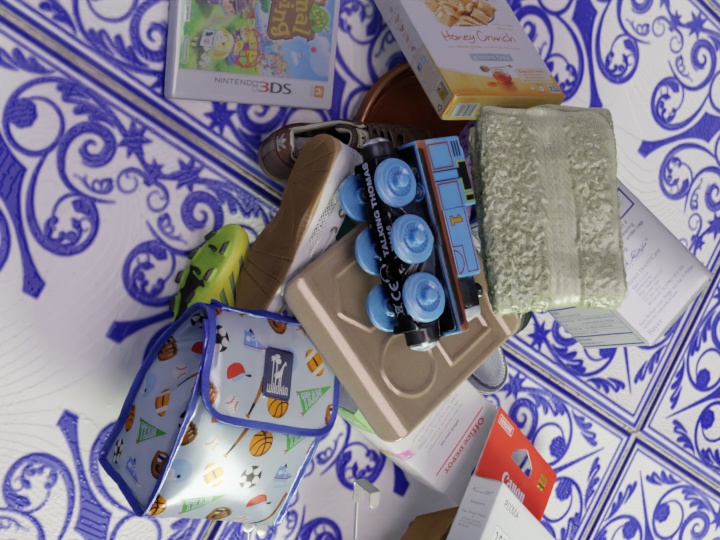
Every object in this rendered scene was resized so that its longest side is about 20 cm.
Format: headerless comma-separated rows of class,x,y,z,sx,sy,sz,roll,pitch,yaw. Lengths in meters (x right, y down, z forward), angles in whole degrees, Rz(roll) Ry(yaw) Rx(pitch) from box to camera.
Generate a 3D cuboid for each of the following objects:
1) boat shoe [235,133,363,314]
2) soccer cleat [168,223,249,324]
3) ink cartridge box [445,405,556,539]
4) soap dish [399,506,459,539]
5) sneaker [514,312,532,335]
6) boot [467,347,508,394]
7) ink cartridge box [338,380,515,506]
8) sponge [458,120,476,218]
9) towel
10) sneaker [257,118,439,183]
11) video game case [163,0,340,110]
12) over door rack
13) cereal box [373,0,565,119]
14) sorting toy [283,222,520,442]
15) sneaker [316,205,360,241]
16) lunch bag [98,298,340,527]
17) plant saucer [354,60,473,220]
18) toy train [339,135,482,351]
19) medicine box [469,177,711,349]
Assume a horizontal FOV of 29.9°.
boat shoe,-0.051,-0.028,1.291,0.069,0.071,0.201,22,99,-42
soccer cleat,-0.147,0.052,1.334,0.083,0.065,0.201,20,92,-33
ink cartridge box,0.176,0.274,1.509,0.200,0.043,0.174,49,59,-48
soap dish,0.065,0.378,1.479,0.200,0.081,0.158,-48,134,-40
sneaker,0.200,-0.023,1.533,0.082,0.073,0.201,7,95,-32
boot,0.121,0.073,1.491,0.073,0.090,0.200,-49,120,-15
ink cartridge box,0.070,0.161,1.489,0.200,0.067,0.117,45,74,-30
sponge,0.104,-0.092,1.416,0.200,0.030,0.112,-49,155,-16
towel,0.180,-0.059,1.283,0.148,0.036,0.201,-3,86,-10
sneaker,0.001,-0.116,1.346,0.199,0.076,0.071,-5,82,-20
video game case,-0.101,-0.264,1.328,0.181,0.022,0.201,0,99,-33
over door rack,-0.068,0.306,1.419,0.147,0.067,0.201,-10,125,-31
cereal box,0.105,-0.237,1.377,0.143,0.200,0.040,-5,145,-32
sorting toy,0.041,0.037,1.301,0.200,0.036,0.185,-39,100,-29
sneaker,0.000,0.000,1.361,0.200,0.071,0.080,41,46,6
lunch bag,-0.120,0.130,1.255,0.170,0.124,0.201,15,106,-43
plant saucer,0.072,-0.130,1.457,0.200,0.032,0.201,-7,103,-32
toy train,0.056,-0.029,1.254,0.114,0.087,0.201,-12,86,-36
medicine box,0.231,-0.021,1.401,0.200,0.182,0.103,45,79,-5
